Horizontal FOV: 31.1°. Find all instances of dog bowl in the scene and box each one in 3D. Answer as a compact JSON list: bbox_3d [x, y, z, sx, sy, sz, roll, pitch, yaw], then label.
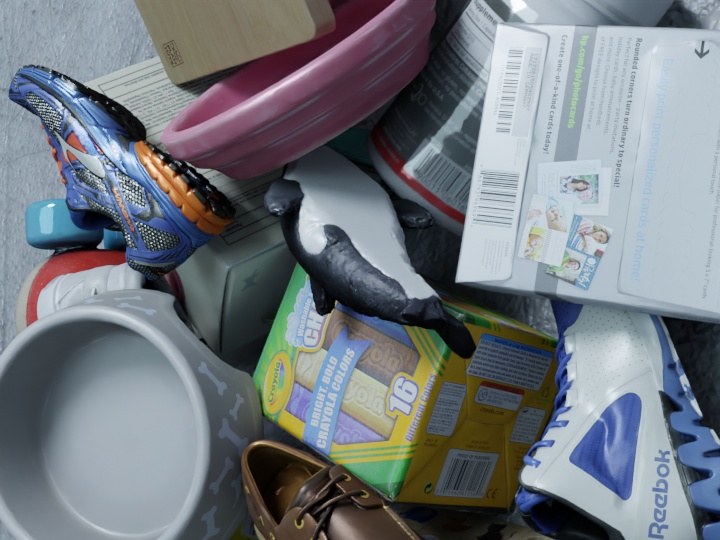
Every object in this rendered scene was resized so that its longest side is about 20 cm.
[{"bbox_3d":[-0.166,0.111,0.858,0.200,0.059,0.200,-1,88,20],"label":"dog bowl"}]

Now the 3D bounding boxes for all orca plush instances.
[{"bbox_3d":[0.000,0.000,0.786,0.200,0.105,0.071,42,127,38],"label":"orca plush"}]

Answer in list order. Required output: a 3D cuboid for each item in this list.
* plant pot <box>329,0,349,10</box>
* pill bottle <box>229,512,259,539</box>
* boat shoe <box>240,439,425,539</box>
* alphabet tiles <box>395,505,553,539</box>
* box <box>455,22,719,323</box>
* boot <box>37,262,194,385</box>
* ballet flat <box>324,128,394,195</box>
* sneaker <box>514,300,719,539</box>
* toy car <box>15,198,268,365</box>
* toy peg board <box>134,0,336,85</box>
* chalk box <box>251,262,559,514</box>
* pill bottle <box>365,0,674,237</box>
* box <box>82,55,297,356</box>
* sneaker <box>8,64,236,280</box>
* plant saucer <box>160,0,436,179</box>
[{"bbox_3d":[-0.017,-0.268,0.959,0.200,0.200,0.179,29,115,45],"label":"plant pot"},{"bbox_3d":[-0.102,0.250,0.894,0.109,0.109,0.200,-28,35,37],"label":"pill bottle"},{"bbox_3d":[-0.018,0.154,0.758,0.072,0.068,0.200,-36,27,-19],"label":"boat shoe"},{"bbox_3d":[0.030,0.187,0.792,0.200,0.167,0.008,5,109,44],"label":"alphabet tiles"},{"bbox_3d":[0.161,-0.054,0.714,0.200,0.041,0.156,7,88,29],"label":"box"},{"bbox_3d":[-0.157,0.092,0.924,0.096,0.074,0.200,-15,98,23],"label":"boot"},{"bbox_3d":[-0.022,-0.083,0.998,0.200,0.074,0.074,33,102,47],"label":"ballet flat"},{"bbox_3d":[0.132,0.090,0.739,0.115,0.081,0.199,-20,58,-3],"label":"sneaker"},{"bbox_3d":[-0.146,0.032,1.017,0.200,0.177,0.184,-8,83,31],"label":"toy car"},{"bbox_3d":[-0.084,-0.246,0.860,0.199,0.098,0.200,-3,113,56],"label":"toy peg board"},{"bbox_3d":[0.017,0.061,0.865,0.200,0.124,0.124,28,99,44],"label":"chalk box"},{"bbox_3d":[0.103,-0.126,0.840,0.200,0.114,0.114,-52,48,20],"label":"pill bottle"},{"bbox_3d":[-0.104,-0.059,0.954,0.200,0.128,0.109,49,148,25],"label":"box"},{"bbox_3d":[-0.175,-0.069,0.858,0.200,0.075,0.078,41,95,28],"label":"sneaker"},{"bbox_3d":[-0.033,-0.120,0.834,0.200,0.051,0.201,-30,16,9],"label":"plant saucer"}]
